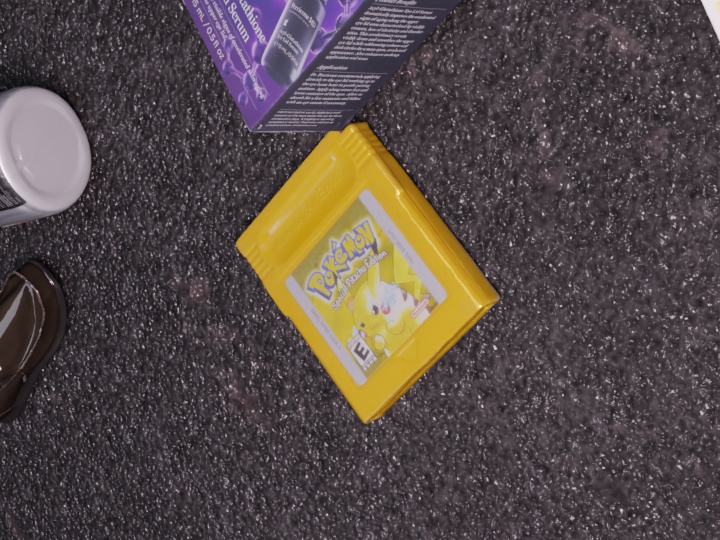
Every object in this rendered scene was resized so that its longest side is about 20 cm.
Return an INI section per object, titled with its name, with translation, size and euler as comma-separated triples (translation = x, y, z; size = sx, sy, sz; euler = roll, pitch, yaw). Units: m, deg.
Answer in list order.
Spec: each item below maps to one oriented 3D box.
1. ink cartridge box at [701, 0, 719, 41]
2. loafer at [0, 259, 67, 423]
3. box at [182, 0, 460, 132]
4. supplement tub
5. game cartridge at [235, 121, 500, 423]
[ink cartridge box]
translation = 0.316, -0.153, 1.093
size = 0.129, 0.125, 0.200
euler = -27, 83, 38
[loafer]
translation = -0.348, 0.079, 1.692
size = 0.073, 0.071, 0.200
euler = 38, 122, 24
[box]
translation = -0.027, -0.222, 1.335
size = 0.200, 0.104, 0.148
euler = -46, 62, 37
[supplement tub]
translation = -0.361, -0.097, 1.627
size = 0.200, 0.123, 0.123
euler = -10, 95, 39
[game cartridge]
translation = 0.000, 0.000, 1.433
size = 0.200, 0.032, 0.176
euler = 52, 126, 14
